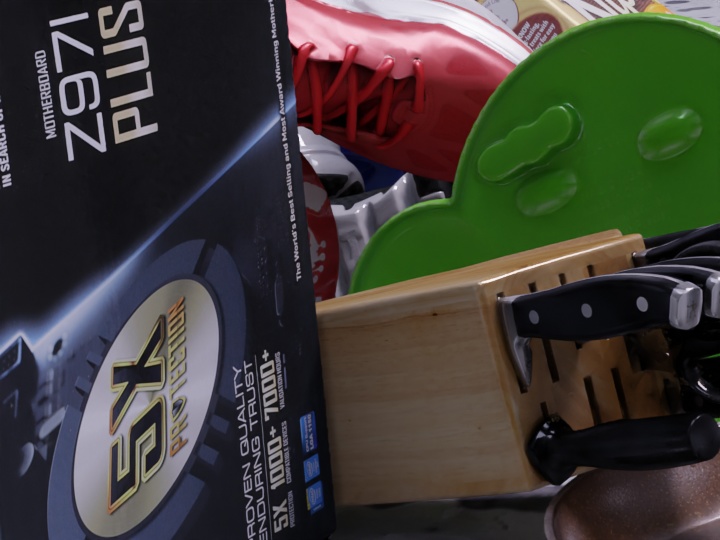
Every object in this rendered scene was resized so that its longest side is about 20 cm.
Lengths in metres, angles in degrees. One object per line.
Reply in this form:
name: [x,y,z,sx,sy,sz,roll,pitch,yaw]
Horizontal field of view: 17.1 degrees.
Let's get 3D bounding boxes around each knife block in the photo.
knife block: [0.039,0.032,0.716,0.199,0.064,0.176,-14,1,7]

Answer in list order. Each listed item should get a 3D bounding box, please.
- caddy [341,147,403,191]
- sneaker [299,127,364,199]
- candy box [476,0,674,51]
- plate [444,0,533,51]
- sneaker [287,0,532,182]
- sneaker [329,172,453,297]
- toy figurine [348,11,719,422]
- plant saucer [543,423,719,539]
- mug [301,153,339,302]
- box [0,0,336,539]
caddy: [-0.078,-0.060,1.242,0.199,0.106,0.141,-8,-11,7]
sneaker: [-0.100,-0.032,1.081,0.199,0.080,0.074,-16,-32,-1]
candy box: [0.128,-0.100,1.199,0.200,0.055,0.115,41,26,13]
plate: [0.059,-0.078,1.118,0.032,0.200,0.199,-51,22,-6]
sneaker: [-0.021,-0.064,0.918,0.199,0.079,0.116,19,31,5]
sneaker: [0.000,0.000,1.033,0.199,0.067,0.090,-17,-19,17]
toy figurine: [0.121,-0.005,0.932,0.199,0.151,0.184,-26,-14,28]
plant saucer: [0.151,0.078,0.662,0.199,0.032,0.200,-6,12,1]
mug: [-0.124,0.002,0.913,0.177,0.134,0.200,5,12,34]
box: [-0.090,0.007,0.681,0.086,0.201,0.164,2,13,31]
